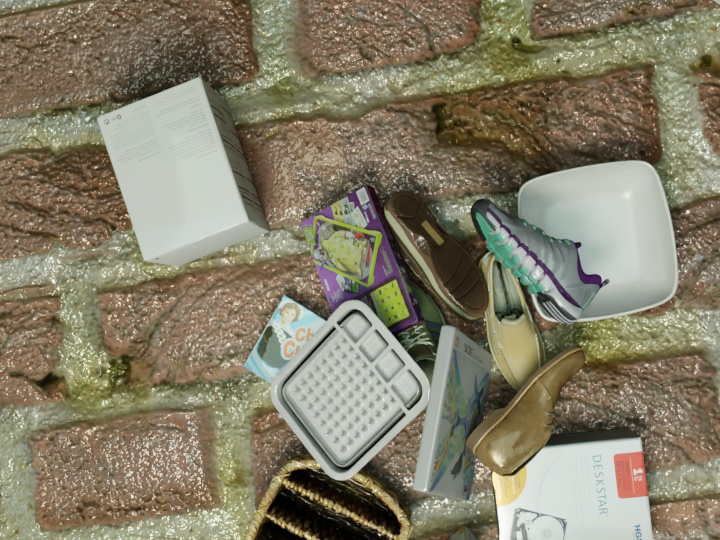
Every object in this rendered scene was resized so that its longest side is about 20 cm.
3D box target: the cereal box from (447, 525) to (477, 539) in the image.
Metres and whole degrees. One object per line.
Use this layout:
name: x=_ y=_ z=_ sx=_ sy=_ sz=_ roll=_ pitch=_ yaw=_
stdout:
cereal box: x=0.094 y=0.409 z=1.167 sx=0.144 sy=0.200 sz=0.040 roll=-43 pitch=84 yaw=3

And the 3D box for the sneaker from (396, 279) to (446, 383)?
sneaker: x=0.087 y=0.103 z=1.231 sx=0.067 sy=0.090 sz=0.202 roll=-26 pitch=85 yaw=14

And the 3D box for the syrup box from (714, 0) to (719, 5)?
syrup box: x=0.558 y=-0.363 z=1.209 sx=0.199 sy=0.079 sz=0.082 roll=39 pitch=92 yaw=6

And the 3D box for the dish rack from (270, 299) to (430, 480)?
dish rack: x=-0.010 y=0.156 z=1.199 sx=0.200 sy=0.043 sz=0.172 roll=-47 pitch=75 yaw=19

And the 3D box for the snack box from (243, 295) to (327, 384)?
snack box: x=-0.050 y=0.135 z=1.273 sx=0.199 sy=0.037 sz=0.117 roll=30 pitch=90 yaw=6

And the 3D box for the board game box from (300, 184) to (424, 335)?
board game box: x=0.000 y=0.000 z=1.238 sx=0.119 sy=0.032 sz=0.202 roll=-26 pitch=75 yaw=22

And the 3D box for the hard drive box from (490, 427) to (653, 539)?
hard drive box: x=0.277 y=0.302 z=1.214 sx=0.197 sy=0.077 sz=0.158 roll=-8 pitch=88 yaw=5

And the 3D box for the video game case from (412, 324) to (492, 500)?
video game case: x=0.123 y=0.188 z=1.167 sx=0.022 sy=0.182 sz=0.202 roll=6 pitch=77 yaw=25

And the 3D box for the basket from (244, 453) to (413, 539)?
basket: x=-0.034 y=0.335 z=1.209 sx=0.198 sy=0.149 sz=0.144 roll=26 pitch=91 yaw=7

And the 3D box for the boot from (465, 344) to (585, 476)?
boot: x=0.231 y=0.183 z=1.176 sx=0.200 sy=0.074 sz=0.075 roll=-45 pitch=61 yaw=-7

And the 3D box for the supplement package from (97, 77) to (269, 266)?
supplement package: x=-0.237 y=-0.128 z=1.246 sx=0.150 sy=0.151 sz=0.202 roll=-20 pitch=86 yaw=4

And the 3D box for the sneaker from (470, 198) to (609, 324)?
sneaker: x=0.229 y=-0.029 z=1.170 sx=0.087 sy=0.074 sz=0.200 roll=-43 pitch=95 yaw=-11

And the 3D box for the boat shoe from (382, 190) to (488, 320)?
boat shoe: x=0.100 y=-0.014 z=1.250 sx=0.074 sy=0.075 sz=0.203 roll=-26 pitch=77 yaw=-29

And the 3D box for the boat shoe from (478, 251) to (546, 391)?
boat shoe: x=0.203 y=0.072 z=1.229 sx=0.071 sy=0.076 sz=0.202 roll=-20 pitch=88 yaw=2

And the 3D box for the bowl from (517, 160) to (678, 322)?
bowl: x=0.314 y=-0.036 z=1.224 sx=0.197 sy=0.075 sz=0.203 roll=-9 pitch=86 yaw=6
